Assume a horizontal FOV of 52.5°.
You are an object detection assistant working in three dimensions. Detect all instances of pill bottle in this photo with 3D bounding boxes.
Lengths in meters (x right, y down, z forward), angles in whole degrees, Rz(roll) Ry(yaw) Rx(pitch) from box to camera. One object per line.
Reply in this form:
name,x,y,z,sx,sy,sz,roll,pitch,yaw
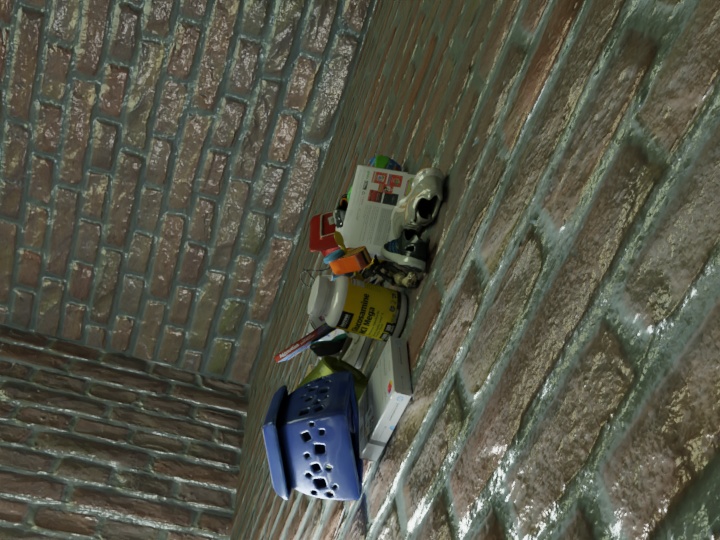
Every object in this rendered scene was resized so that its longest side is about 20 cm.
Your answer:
pill bottle,-0.008,0.078,1.565,0.112,0.197,0.114,-165,90,-79

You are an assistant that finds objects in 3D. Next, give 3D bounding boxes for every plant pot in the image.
plant pot,-0.075,0.310,1.678,0.195,0.199,0.201,-60,14,9
plant pot,-0.094,0.339,1.485,0.200,0.177,0.203,-86,-12,-74

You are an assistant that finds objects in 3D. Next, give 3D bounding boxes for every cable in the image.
cable,0.000,0.000,1.808,0.199,0.051,0.097,-34,11,8

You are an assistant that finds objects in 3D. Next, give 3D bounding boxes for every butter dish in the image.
butter dish,-0.033,-0.080,2.040,0.200,0.197,0.149,-94,-13,-56

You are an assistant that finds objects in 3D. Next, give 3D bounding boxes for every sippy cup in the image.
sippy cup,0.047,-0.219,1.893,0.177,0.139,0.132,-23,38,49

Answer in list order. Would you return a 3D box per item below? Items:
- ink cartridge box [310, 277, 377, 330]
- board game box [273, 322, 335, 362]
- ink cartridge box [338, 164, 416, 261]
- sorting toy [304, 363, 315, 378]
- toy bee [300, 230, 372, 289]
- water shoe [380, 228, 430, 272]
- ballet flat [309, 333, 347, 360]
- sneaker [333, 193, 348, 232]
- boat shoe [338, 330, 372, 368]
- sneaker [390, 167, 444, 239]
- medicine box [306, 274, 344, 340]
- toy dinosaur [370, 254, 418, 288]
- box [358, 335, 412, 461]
ink cartridge box,-0.037,0.087,1.843,0.199,0.037,0.095,-33,-6,-8
board game box,-0.116,0.166,1.817,0.199,0.020,0.103,-33,-10,9
ink cartridge box,0.060,-0.130,1.721,0.084,0.173,0.203,31,-108,-68
sorting toy,-0.136,0.400,2.089,0.200,0.069,0.201,-120,46,-75
toy bee,-0.039,-0.029,1.638,0.108,0.198,0.133,-37,-55,-41
water shoe,0.102,-0.049,1.549,0.080,0.071,0.200,-70,19,4
ballet flat,-0.066,0.203,1.863,0.200,0.072,0.074,-6,-65,-67
sneaker,-0.018,-0.179,1.968,0.201,0.073,0.080,-62,-40,-48
boat shoe,-0.006,0.146,1.792,0.071,0.069,0.202,-99,26,-63
sneaker,0.117,-0.119,1.546,0.201,0.075,0.093,115,161,-44
medicine box,-0.073,0.113,2.074,0.200,0.102,0.185,179,106,-78
toy dinosaur,0.065,0.007,1.585,0.048,0.087,0.200,-64,12,0
box,0.046,0.258,1.474,0.157,0.041,0.202,-93,20,-54
